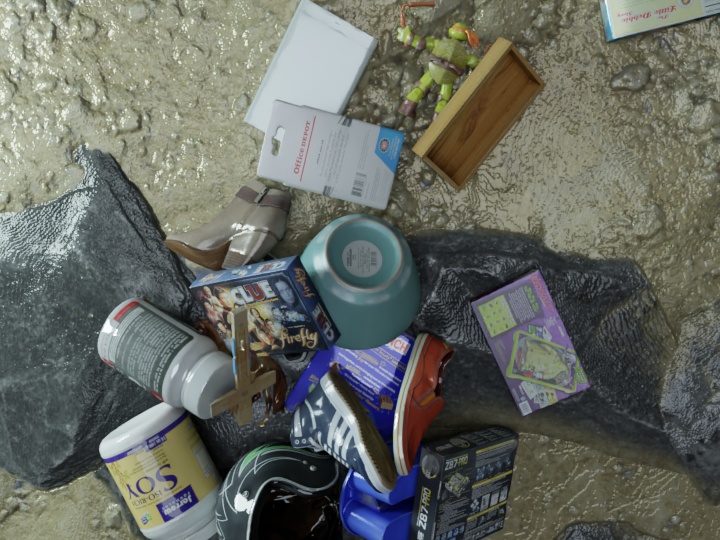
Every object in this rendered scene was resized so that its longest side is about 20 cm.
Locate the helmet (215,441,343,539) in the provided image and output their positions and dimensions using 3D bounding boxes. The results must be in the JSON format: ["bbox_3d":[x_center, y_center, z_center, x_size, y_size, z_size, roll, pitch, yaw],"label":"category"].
[{"bbox_3d":[-0.123,0.357,1.110,0.186,0.200,0.205,-4,98,-5],"label":"helmet"}]

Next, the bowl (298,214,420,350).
[{"bbox_3d":[0.000,0.000,1.057,0.196,0.106,0.204,4,62,-7],"label":"bowl"}]

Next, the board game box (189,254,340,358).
[{"bbox_3d":[-0.139,0.057,1.048,0.197,0.035,0.137,-10,118,37],"label":"board game box"}]

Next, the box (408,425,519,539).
[{"bbox_3d":[0.157,0.330,1.102,0.049,0.198,0.165,17,103,42],"label":"box"}]

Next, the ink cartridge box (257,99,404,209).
[{"bbox_3d":[-0.046,-0.172,1.081,0.196,0.067,0.118,13,100,-12],"label":"ink cartridge box"}]

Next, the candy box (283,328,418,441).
[{"bbox_3d":[0.005,0.166,1.141,0.168,0.077,0.202,34,100,0],"label":"candy box"}]

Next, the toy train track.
[{"bbox_3d":[-0.176,0.135,1.053,0.032,0.114,0.203,32,132,37],"label":"toy train track"}]

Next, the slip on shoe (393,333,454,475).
[{"bbox_3d":[0.087,0.188,1.035,0.060,0.074,0.203,11,68,16],"label":"slip on shoe"}]

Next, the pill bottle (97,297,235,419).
[{"bbox_3d":[-0.287,0.133,1.108,0.198,0.113,0.116,27,99,21],"label":"pill bottle"}]

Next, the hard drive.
[{"bbox_3d":[-0.075,-0.286,1.111,0.130,0.026,0.203,28,98,0],"label":"hard drive"}]

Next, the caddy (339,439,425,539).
[{"bbox_3d":[0.054,0.331,1.108,0.104,0.198,0.145,14,99,43],"label":"caddy"}]

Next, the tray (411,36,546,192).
[{"bbox_3d":[0.173,-0.225,1.074,0.098,0.037,0.201,33,101,-38],"label":"tray"}]

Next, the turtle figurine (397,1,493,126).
[{"bbox_3d":[0.131,-0.290,1.075,0.197,0.065,0.164,20,106,-12],"label":"turtle figurine"}]

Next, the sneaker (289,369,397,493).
[{"bbox_3d":[-0.030,0.252,1.048,0.108,0.070,0.201,-43,52,12],"label":"sneaker"}]

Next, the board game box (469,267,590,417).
[{"bbox_3d":[0.263,0.113,1.141,0.118,0.032,0.203,-24,96,11],"label":"board game box"}]

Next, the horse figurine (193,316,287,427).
[{"bbox_3d":[-0.190,0.164,1.155,0.196,0.050,0.135,14,81,19],"label":"horse figurine"}]

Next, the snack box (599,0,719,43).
[{"bbox_3d":[0.444,-0.411,1.054,0.196,0.037,0.119,-12,96,5],"label":"snack box"}]

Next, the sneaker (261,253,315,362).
[{"bbox_3d":[-0.130,0.053,1.134,0.073,0.080,0.202,-33,93,10],"label":"sneaker"}]

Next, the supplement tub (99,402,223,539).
[{"bbox_3d":[-0.300,0.322,1.147,0.143,0.145,0.203,-26,95,7],"label":"supplement tub"}]

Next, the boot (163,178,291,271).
[{"bbox_3d":[-0.196,-0.073,1.121,0.197,0.070,0.148,19,74,30],"label":"boot"}]
